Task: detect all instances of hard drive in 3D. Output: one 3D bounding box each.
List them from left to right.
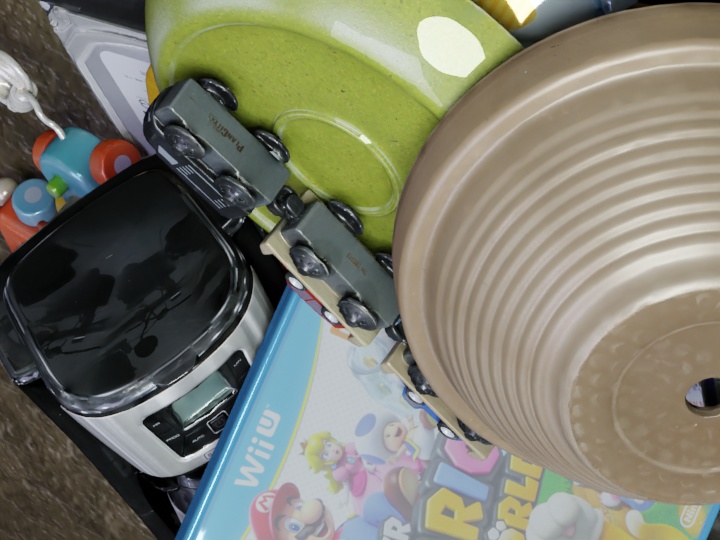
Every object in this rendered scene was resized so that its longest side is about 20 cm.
[{"bbox_3d":[-0.048,-0.053,1.326,0.140,0.038,0.200,19,153,35],"label":"hard drive"}]

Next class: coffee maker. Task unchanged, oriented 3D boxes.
[{"bbox_3d":[-0.070,0.058,1.266,0.192,0.135,0.200,16,149,47],"label":"coffee maker"}]

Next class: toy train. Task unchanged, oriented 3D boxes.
[{"bbox_3d":[-0.145,-0.019,1.426,0.150,0.056,0.200,33,161,18],"label":"toy train"},{"bbox_3d":[-0.008,0.003,1.112,0.200,0.034,0.046,45,155,-19],"label":"toy train"}]

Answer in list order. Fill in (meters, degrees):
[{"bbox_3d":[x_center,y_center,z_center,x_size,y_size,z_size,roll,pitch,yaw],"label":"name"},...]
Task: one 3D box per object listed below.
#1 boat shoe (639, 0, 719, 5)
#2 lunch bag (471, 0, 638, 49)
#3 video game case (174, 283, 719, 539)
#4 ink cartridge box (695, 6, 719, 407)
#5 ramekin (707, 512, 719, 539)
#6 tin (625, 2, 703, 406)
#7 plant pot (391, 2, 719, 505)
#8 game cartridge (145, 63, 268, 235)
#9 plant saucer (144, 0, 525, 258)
[{"bbox_3d":[0.164,-0.086,1.131,0.201,0.060,0.072,14,135,32],"label":"boat shoe"},{"bbox_3d":[0.021,-0.169,1.098,0.200,0.127,0.170,12,114,41],"label":"lunch bag"},{"bbox_3d":[0.036,0.102,1.169,0.200,0.143,0.018,25,178,-15],"label":"video game case"},{"bbox_3d":[0.211,-0.040,1.069,0.200,0.041,0.200,-10,128,3],"label":"ink cartridge box"},{"bbox_3d":[0.141,0.159,1.294,0.200,0.200,0.098,20,95,26],"label":"ramekin"},{"bbox_3d":[0.124,-0.013,1.159,0.112,0.042,0.200,-2,125,37],"label":"tin"},{"bbox_3d":[0.113,0.015,1.019,0.200,0.093,0.201,-2,128,-2],"label":"plant pot"},{"bbox_3d":[0.000,0.000,1.255,0.200,0.032,0.176,34,158,18],"label":"game cartridge"},{"bbox_3d":[-0.002,-0.049,1.093,0.200,0.031,0.200,27,151,16],"label":"plant saucer"}]
